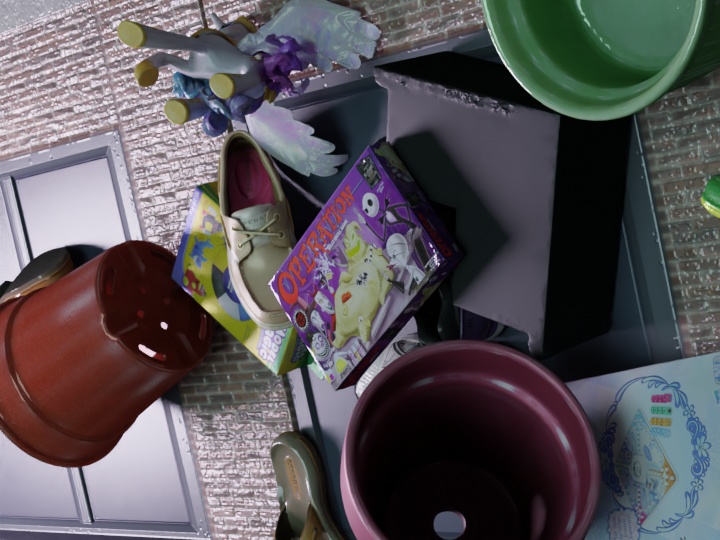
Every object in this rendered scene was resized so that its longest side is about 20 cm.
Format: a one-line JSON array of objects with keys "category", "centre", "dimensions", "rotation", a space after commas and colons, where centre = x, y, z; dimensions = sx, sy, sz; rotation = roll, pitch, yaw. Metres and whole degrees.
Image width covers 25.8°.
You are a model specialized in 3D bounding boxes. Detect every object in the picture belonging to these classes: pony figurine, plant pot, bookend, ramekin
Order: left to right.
[{"category": "plant pot", "centre": [-0.269, 0.076, 1.645], "dimensions": [0.195, 0.200, 0.202], "rotation": [-33, 78, 37]}, {"category": "pony figurine", "centre": [-0.100, -0.178, 1.412], "dimensions": [0.192, 0.200, 0.168], "rotation": [30, 116, 17]}, {"category": "plant pot", "centre": [0.081, 0.182, 1.252], "dimensions": [0.200, 0.199, 0.179], "rotation": [51, 162, 21]}, {"category": "bookend", "centre": [0.108, -0.058, 1.283], "dimensions": [0.198, 0.092, 0.202], "rotation": [20, 117, 42]}, {"category": "ramekin", "centre": [0.192, -0.216, 1.146], "dimensions": [0.199, 0.097, 0.202], "rotation": [16, 113, 42]}]

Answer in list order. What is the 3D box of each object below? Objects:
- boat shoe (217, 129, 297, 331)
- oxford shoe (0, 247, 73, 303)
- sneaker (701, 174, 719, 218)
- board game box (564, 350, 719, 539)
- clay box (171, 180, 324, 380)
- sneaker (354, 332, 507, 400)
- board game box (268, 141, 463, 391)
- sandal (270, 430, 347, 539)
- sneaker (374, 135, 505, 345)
[{"category": "boat shoe", "centre": [-0.099, -0.041, 1.465], "dimensions": [0.069, 0.073, 0.201], "rotation": [75, 178, -62]}, {"category": "oxford shoe", "centre": [-0.381, 0.033, 1.838], "dimensions": [0.071, 0.071, 0.200], "rotation": [46, 137, -12]}, {"category": "sneaker", "centre": [0.327, -0.077, 1.074], "dimensions": [0.199, 0.074, 0.084], "rotation": [-12, 96, 37]}, {"category": "board game box", "centre": [0.242, 0.173, 1.214], "dimensions": [0.198, 0.043, 0.202], "rotation": [-16, 73, 45]}, {"category": "clay box", "centre": [-0.099, 0.013, 1.545], "dimensions": [0.200, 0.047, 0.116], "rotation": [40, 127, 31]}, {"category": "sneaker", "centre": [0.051, 0.100, 1.393], "dimensions": [0.199, 0.087, 0.076], "rotation": [-9, 97, 48]}, {"category": "board game box", "centre": [0.000, 0.000, 1.331], "dimensions": [0.121, 0.032, 0.200], "rotation": [59, 137, 22]}, {"category": "sandal", "centre": [-0.057, 0.262, 1.574], "dimensions": [0.080, 0.054, 0.202], "rotation": [-18, 89, 46]}, {"category": "sneaker", "centre": [0.051, -0.026, 1.353], "dimensions": [0.076, 0.087, 0.201], "rotation": [-38, 75, 44]}]
